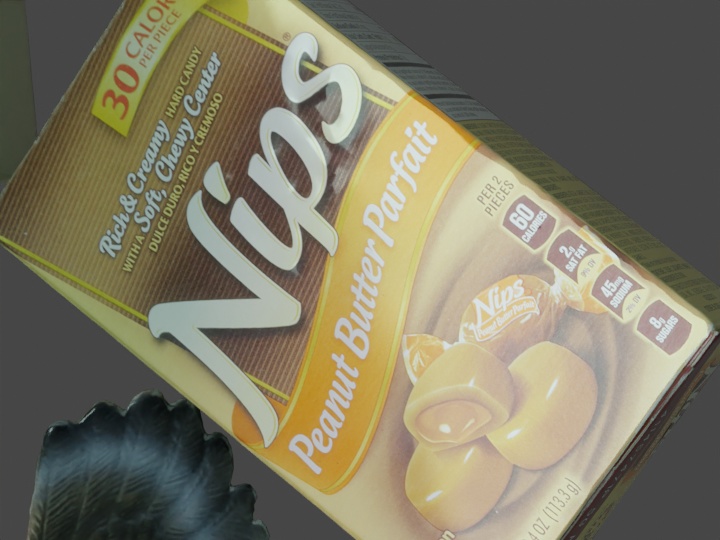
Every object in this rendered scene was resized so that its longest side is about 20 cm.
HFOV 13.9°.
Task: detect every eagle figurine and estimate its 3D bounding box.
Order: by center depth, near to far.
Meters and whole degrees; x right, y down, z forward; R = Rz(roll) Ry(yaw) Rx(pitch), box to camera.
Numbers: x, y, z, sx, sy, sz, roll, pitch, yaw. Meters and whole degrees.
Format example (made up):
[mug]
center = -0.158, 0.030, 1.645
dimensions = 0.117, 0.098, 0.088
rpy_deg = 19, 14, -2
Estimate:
[eagle figurine]
center = -0.124, 0.130, 0.895
dimensions = 0.151, 0.151, 0.201
rpy_deg = 25, 69, -21

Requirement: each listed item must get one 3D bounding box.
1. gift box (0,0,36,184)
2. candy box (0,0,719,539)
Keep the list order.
[gift box]
center = -0.216, -0.108, 0.868
dimensions = 0.183, 0.187, 0.201
rpy_deg = -10, 91, 19
[candy box]
center = 0.000, 0.000, 0.867
dimensions = 0.200, 0.055, 0.116
rpy_deg = 38, 104, 13
